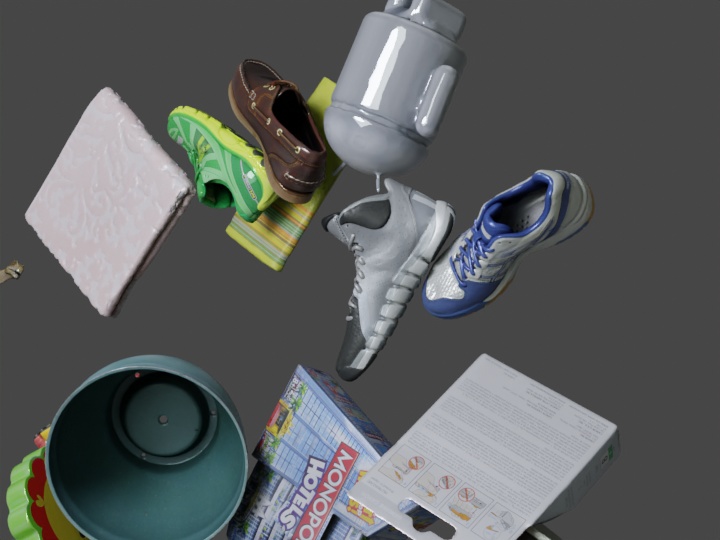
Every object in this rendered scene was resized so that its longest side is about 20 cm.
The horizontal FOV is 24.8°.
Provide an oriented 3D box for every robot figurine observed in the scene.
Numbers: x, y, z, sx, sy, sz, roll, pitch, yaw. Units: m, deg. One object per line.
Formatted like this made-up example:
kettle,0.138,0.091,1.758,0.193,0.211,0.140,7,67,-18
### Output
robot figurine,0.034,-0.179,1.636,0.169,0.113,0.201,24,90,57

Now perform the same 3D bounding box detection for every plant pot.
plant pot,-0.206,0.170,1.655,0.199,0.134,0.202,0,106,1

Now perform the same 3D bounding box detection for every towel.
towel,-0.061,-0.101,1.738,0.086,0.018,0.201,37,98,31
towel,-0.283,-0.077,1.850,0.200,0.032,0.192,47,112,34

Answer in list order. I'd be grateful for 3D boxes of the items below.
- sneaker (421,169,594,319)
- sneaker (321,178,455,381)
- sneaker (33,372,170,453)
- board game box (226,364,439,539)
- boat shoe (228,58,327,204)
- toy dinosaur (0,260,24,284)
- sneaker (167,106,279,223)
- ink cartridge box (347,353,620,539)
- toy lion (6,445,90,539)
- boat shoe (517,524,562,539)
sneaker,0.124,-0.032,1.555,0.200,0.088,0.075,-41,61,19
sneaker,0.000,0.000,1.606,0.115,0.075,0.201,30,92,-1
sneaker,-0.251,0.164,1.764,0.199,0.078,0.082,-31,89,18
board game box,-0.022,0.227,1.594,0.199,0.062,0.201,29,94,36
boat shoe,-0.080,-0.159,1.694,0.201,0.070,0.071,61,142,38
toy dinosaur,-0.481,0.006,1.966,0.199,0.058,0.102,17,71,27
sneaker,-0.158,-0.115,1.754,0.084,0.074,0.200,-56,45,3
ink cartridge box,0.112,0.182,1.471,0.160,0.050,0.200,28,62,34
toy lion,-0.279,0.280,1.666,0.068,0.191,0.201,-28,64,23
boat shoe,0.164,0.264,1.457,0.201,0.072,0.061,32,91,32
